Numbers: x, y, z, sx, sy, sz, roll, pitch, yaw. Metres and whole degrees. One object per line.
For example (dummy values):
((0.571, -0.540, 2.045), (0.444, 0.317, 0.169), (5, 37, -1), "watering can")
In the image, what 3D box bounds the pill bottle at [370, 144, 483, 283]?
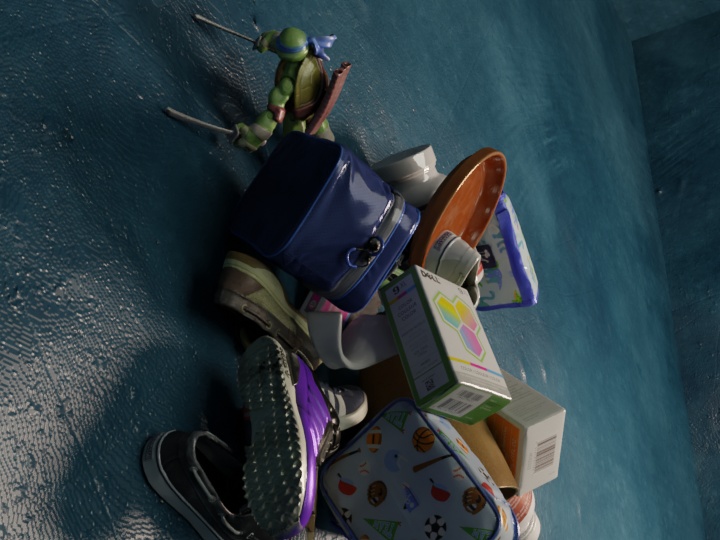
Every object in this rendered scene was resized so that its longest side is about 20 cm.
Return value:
((0.088, -0.065, 1.367), (0.116, 0.115, 0.202), (-43, 114, -60), "pill bottle")

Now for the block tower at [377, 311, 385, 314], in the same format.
((0.086, 0.127, 1.334), (0.200, 0.057, 0.054), (47, 38, -40), "block tower")

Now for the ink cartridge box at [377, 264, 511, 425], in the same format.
((0.082, 0.059, 1.062), (0.103, 0.059, 0.201), (24, 38, -47), "ink cartridge box")

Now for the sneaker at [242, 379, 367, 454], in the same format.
((-0.056, 0.133, 1.035), (0.200, 0.074, 0.086), (-18, 97, -63), "sneaker")

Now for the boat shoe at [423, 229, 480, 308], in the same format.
((0.114, 0.033, 1.222), (0.074, 0.065, 0.201), (-50, 157, -23), "boat shoe")

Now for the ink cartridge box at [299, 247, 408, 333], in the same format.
((0.000, 0.000, 1.156), (0.095, 0.037, 0.202), (41, 70, -48), "ink cartridge box")

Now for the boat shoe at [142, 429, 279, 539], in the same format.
((-0.112, 0.208, 0.896), (0.201, 0.067, 0.072), (55, 33, -35), "boat shoe")

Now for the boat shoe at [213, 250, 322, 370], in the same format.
((-0.099, 0.057, 1.010), (0.065, 0.073, 0.200), (-57, 142, -21), "boat shoe")

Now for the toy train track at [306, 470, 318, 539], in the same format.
((-0.063, 0.278, 0.991), (0.115, 0.032, 0.202), (93, -1, -72), "toy train track")

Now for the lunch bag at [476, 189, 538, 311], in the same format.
((0.189, -0.037, 1.463), (0.172, 0.126, 0.200), (68, -14, -13), "lunch bag")

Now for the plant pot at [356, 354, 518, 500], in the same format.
((0.068, 0.189, 1.158), (0.186, 0.185, 0.202), (22, 47, -57), "plant pot")

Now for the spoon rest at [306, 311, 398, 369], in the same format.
((0.003, 0.077, 1.067), (0.200, 0.098, 0.061), (10, 81, -63), "spoon rest")

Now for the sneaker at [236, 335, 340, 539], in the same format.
((-0.053, 0.156, 0.896), (0.099, 0.069, 0.201), (36, 31, -38), "sneaker")

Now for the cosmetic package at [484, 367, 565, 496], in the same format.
((0.157, 0.180, 1.227), (0.071, 0.199, 0.103), (-16, 120, -32), "cosmetic package")

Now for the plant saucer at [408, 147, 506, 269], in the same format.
((0.118, -0.064, 1.235), (0.201, 0.032, 0.201), (-49, 157, -28), "plant saucer")

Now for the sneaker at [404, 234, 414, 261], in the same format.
((-0.005, -0.026, 1.231), (0.199, 0.082, 0.073), (-20, 118, -40), "sneaker")

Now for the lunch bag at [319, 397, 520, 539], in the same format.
((0.053, 0.240, 1.003), (0.200, 0.160, 0.075), (51, 10, 36), "lunch bag")

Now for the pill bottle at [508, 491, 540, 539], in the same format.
((0.172, 0.300, 1.348), (0.201, 0.111, 0.113), (58, 31, -29), "pill bottle")

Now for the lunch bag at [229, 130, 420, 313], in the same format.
((-0.029, -0.047, 1.006), (0.132, 0.200, 0.137), (35, 89, -29), "lunch bag")

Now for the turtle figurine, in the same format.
((-0.107, -0.191, 1.104), (0.195, 0.198, 0.145), (73, -4, -51), "turtle figurine")
